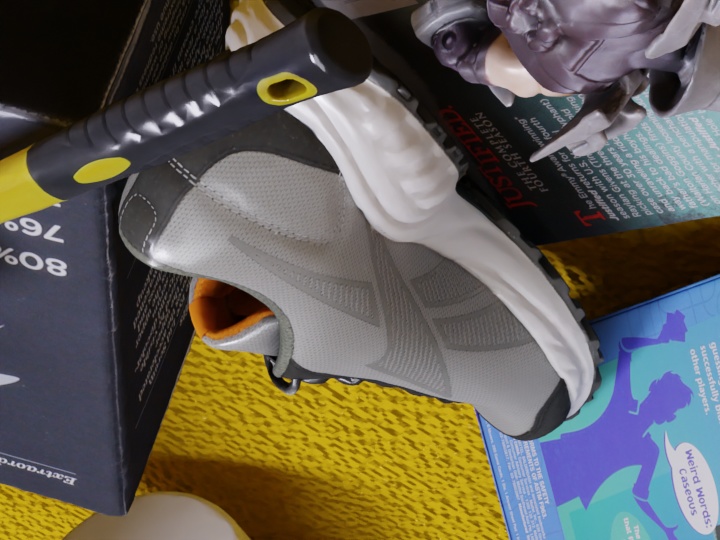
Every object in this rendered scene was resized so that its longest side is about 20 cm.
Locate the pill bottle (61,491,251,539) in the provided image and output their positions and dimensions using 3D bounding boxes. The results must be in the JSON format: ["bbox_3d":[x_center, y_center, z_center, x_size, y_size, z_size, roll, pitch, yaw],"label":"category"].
[{"bbox_3d":[-0.039,0.170,1.047,0.114,0.115,0.200,0,144,28],"label":"pill bottle"}]

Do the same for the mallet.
[{"bbox_3d":[-0.082,-0.025,0.652,0.066,0.041,0.200,33,142,-26],"label":"mallet"}]

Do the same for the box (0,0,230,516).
[{"bbox_3d":[-0.118,-0.038,0.780,0.148,0.105,0.200,15,149,6],"label":"box"}]

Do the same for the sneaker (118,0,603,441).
[{"bbox_3d":[0.000,0.000,0.748,0.074,0.079,0.200,45,-179,35],"label":"sneaker"}]

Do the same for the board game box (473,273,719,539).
[{"bbox_3d":[0.125,0.072,0.784,0.045,0.153,0.200,-8,171,-41],"label":"board game box"}]

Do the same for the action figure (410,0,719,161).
[{"bbox_3d":[0.017,-0.093,0.624,0.200,0.069,0.130,32,143,-3],"label":"action figure"}]

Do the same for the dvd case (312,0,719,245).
[{"bbox_3d":[0.086,-0.068,0.705,0.200,0.022,0.146,-11,137,38],"label":"dvd case"}]
